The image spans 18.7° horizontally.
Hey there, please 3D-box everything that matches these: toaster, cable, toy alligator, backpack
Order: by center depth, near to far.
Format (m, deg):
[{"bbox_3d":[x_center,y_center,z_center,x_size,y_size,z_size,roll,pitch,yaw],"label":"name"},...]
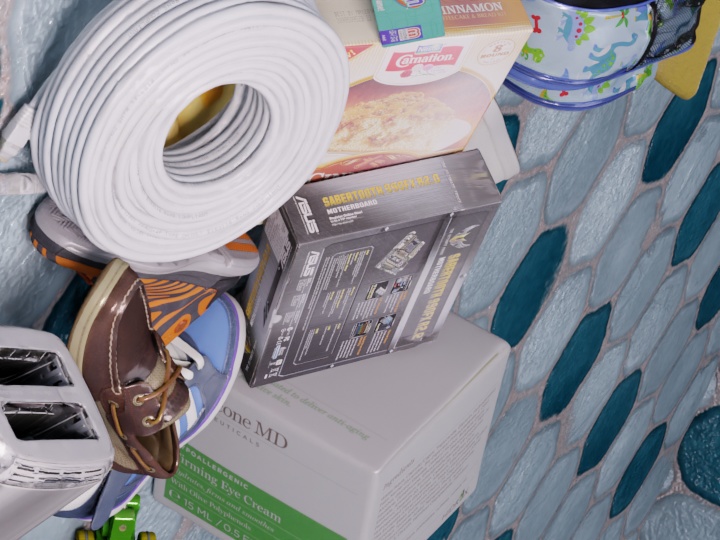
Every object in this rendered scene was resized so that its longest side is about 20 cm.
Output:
[{"bbox_3d":[-0.234,0.101,1.256,0.129,0.114,0.200,-32,164,17],"label":"toaster"},{"bbox_3d":[-0.100,-0.096,1.318,0.200,0.069,0.200,10,122,-48],"label":"cable"},{"bbox_3d":[-0.185,0.198,1.658,0.054,0.059,0.201,-105,-157,-52],"label":"toy alligator"},{"bbox_3d":[0.162,-0.217,1.754,0.200,0.183,0.147,-21,141,-41],"label":"backpack"}]

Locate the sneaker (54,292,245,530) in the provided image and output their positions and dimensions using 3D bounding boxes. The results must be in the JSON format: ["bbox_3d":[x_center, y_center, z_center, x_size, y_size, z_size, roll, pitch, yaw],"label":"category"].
[{"bbox_3d":[-0.160,0.084,1.515,0.200,0.080,0.146,-53,163,-7],"label":"sneaker"}]

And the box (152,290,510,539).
[{"bbox_3d":[-0.024,0.119,1.721,0.200,0.198,0.172,-40,151,-44],"label":"box"}]

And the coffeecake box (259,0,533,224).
[{"bbox_3d":[0.006,-0.123,1.487,0.153,0.073,0.200,-7,150,-25],"label":"coffeecake box"}]

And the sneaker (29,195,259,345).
[{"bbox_3d":[-0.158,0.012,1.435,0.112,0.078,0.200,-49,148,21],"label":"sneaker"}]

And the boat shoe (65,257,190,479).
[{"bbox_3d":[-0.138,0.069,1.372,0.200,0.072,0.072,97,18,-50],"label":"boat shoe"}]

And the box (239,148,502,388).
[{"bbox_3d":[0.000,0.000,1.573,0.158,0.048,0.200,-14,153,-21],"label":"box"}]

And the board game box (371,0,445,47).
[{"bbox_3d":[0.012,-0.263,1.352,0.152,0.045,0.201,74,7,-64],"label":"board game box"}]

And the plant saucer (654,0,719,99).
[{"bbox_3d":[0.230,-0.274,1.860,0.048,0.200,0.201,-13,133,-35],"label":"plant saucer"}]

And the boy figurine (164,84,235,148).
[{"bbox_3d":[-0.106,-0.114,1.412,0.124,0.064,0.201,-47,153,-41],"label":"boy figurine"}]

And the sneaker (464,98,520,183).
[{"bbox_3d":[0.073,-0.124,1.828,0.084,0.073,0.200,-28,141,0],"label":"sneaker"}]
